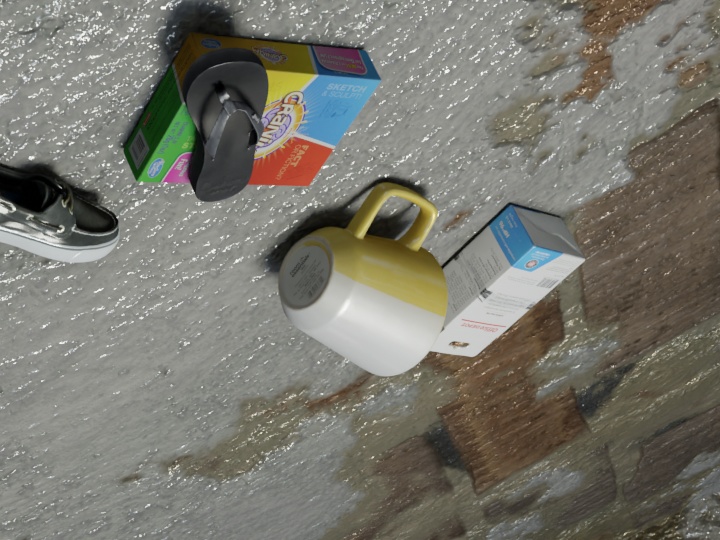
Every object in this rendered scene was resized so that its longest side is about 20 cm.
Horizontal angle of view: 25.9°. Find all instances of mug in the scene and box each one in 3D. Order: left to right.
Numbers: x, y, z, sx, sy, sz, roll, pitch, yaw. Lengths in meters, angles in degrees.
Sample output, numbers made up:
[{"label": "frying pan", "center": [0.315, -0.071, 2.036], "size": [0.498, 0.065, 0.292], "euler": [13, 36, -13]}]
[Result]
[{"label": "mug", "center": [-0.007, 0.006, 1.700], "size": [0.148, 0.189, 0.152], "euler": [-8, 159, 42]}]

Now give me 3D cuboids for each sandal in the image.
[{"label": "sandal", "center": [-0.113, -0.122, 1.375], "size": [0.075, 0.043, 0.201], "euler": [-19, 150, -15]}]

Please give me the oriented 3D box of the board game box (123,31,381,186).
[{"label": "board game box", "center": [-0.099, -0.144, 1.441], "size": [0.198, 0.041, 0.153], "euler": [-1, 142, -39]}]

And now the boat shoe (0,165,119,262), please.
[{"label": "boat shoe", "center": [-0.289, -0.056, 1.397], "size": [0.199, 0.069, 0.057], "euler": [11, 133, -46]}]

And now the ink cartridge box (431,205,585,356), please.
[{"label": "ink cartridge box", "center": [0.159, 0.016, 1.888], "size": [0.115, 0.068, 0.200], "euler": [11, 133, -48]}]
